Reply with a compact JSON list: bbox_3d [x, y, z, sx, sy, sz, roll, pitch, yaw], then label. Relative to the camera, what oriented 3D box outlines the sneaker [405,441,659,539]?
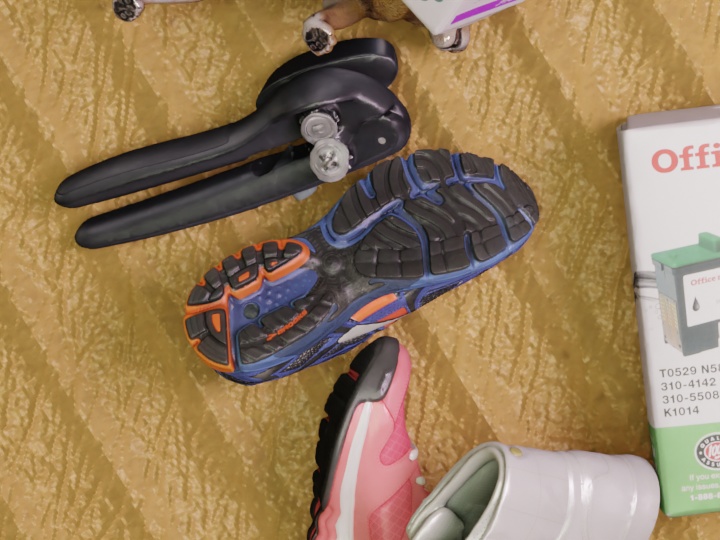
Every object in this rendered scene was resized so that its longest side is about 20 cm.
[{"bbox_3d":[0.058,0.169,1.467,0.115,0.074,0.201,12,116,-30],"label":"sneaker"}]

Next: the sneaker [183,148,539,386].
[{"bbox_3d":[0.000,0.000,1.500,0.199,0.079,0.076,-23,70,-8],"label":"sneaker"}]

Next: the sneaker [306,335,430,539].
[{"bbox_3d":[0.016,0.134,1.515,0.086,0.074,0.201,8,100,-8],"label":"sneaker"}]

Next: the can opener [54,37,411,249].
[{"bbox_3d":[-0.065,-0.056,1.505,0.199,0.079,0.064,-24,108,14],"label":"can opener"}]

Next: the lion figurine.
[{"bbox_3d":[-0.033,-0.160,1.480,0.199,0.122,0.073,19,119,17],"label":"lion figurine"}]

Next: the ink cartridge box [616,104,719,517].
[{"bbox_3d":[0.212,0.014,1.470,0.145,0.084,0.201,-7,94,5],"label":"ink cartridge box"}]

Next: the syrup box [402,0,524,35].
[{"bbox_3d":[0.078,-0.212,1.363,0.079,0.081,0.200,48,128,14],"label":"syrup box"}]
